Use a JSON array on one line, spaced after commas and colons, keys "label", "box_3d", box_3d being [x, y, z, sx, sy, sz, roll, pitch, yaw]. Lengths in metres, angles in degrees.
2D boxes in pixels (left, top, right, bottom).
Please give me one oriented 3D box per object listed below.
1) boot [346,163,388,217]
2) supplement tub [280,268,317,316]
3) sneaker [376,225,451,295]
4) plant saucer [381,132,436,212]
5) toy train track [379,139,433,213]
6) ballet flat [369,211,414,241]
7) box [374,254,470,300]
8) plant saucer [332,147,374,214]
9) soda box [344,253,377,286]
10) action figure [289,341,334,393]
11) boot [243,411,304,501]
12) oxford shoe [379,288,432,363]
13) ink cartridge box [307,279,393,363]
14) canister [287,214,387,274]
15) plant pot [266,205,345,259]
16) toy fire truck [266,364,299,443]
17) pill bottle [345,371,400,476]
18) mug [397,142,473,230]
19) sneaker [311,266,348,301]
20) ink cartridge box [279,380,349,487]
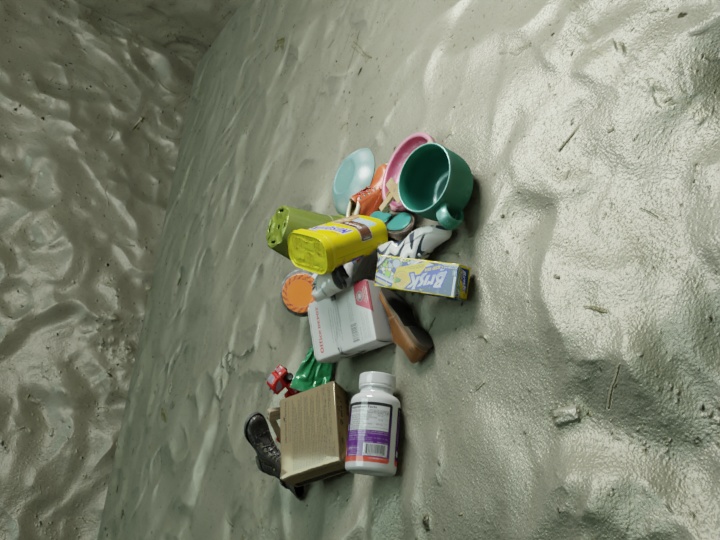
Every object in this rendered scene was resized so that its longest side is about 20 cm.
[{"label": "boot", "box_3d": [0.026, -0.193, 1.700, 0.075, 0.106, 0.204, 1, 72, 58]}, {"label": "supplement tub", "box_3d": [-0.144, 0.056, 1.732, 0.200, 0.120, 0.125, 1, -70, -87]}, {"label": "sneaker", "box_3d": [0.129, -0.016, 1.477, 0.196, 0.079, 0.133, -19, 74, 29]}, {"label": "plant saucer", "box_3d": [0.130, -0.235, 1.613, 0.199, 0.050, 0.205, -33, 48, 45]}, {"label": "toy train track", "box_3d": [0.116, -0.216, 1.551, 0.201, 0.032, 0.115, -53, 28, 17]}, {"label": "ballet flat", "box_3d": [0.088, -0.103, 1.590, 0.068, 0.068, 0.199, -44, 25, -9]}, {"label": "box", "box_3d": [0.129, 0.014, 1.387, 0.197, 0.064, 0.072, 8, 87, 35]}, {"label": "plant saucer", "box_3d": [-0.034, -0.263, 1.894, 0.200, 0.038, 0.205, -35, 46, 45]}, {"label": "soda box", "box_3d": [0.000, 0.000, 1.672, 0.203, 0.063, 0.068, -63, 32, 10]}, {"label": "action figure", "box_3d": [-0.103, 0.224, 1.691, 0.055, 0.116, 0.204, -33, 38, 60]}, {"label": "boot", "box_3d": [-0.206, 0.462, 1.648, 0.172, 0.069, 0.204, 15, 127, 49]}, {"label": "oxford shoe", "box_3d": [0.083, 0.118, 1.455, 0.072, 0.070, 0.202, -57, 42, 29]}, {"label": "ink cartridge box", "box_3d": [-0.024, 0.124, 1.562, 0.198, 0.084, 0.149, -23, 69, 36]}, {"label": "canister", "box_3d": [-0.050, -0.067, 1.539, 0.147, 0.198, 0.089, 15, 117, 45]}, {"label": "plant pot", "box_3d": [-0.159, -0.092, 1.852, 0.199, 0.187, 0.204, -34, 46, 44]}, {"label": "toy fire truck", "box_3d": [-0.193, 0.357, 1.699, 0.141, 0.201, 0.049, -44, 30, -14]}, {"label": "pill bottle", "box_3d": [0.029, 0.325, 1.399, 0.111, 0.110, 0.204, -23, 54, 50]}, {"label": "mug", "box_3d": [0.171, -0.171, 1.442, 0.150, 0.113, 0.190, -3, 76, 45]}, {"label": "sneaker", "box_3d": [-0.080, 0.016, 1.589, 0.086, 0.075, 0.200, -34, 8, 10]}, {"label": "ink cartridge box", "box_3d": [-0.107, 0.387, 1.558, 0.162, 0.075, 0.203, -22, 51, 20]}]
